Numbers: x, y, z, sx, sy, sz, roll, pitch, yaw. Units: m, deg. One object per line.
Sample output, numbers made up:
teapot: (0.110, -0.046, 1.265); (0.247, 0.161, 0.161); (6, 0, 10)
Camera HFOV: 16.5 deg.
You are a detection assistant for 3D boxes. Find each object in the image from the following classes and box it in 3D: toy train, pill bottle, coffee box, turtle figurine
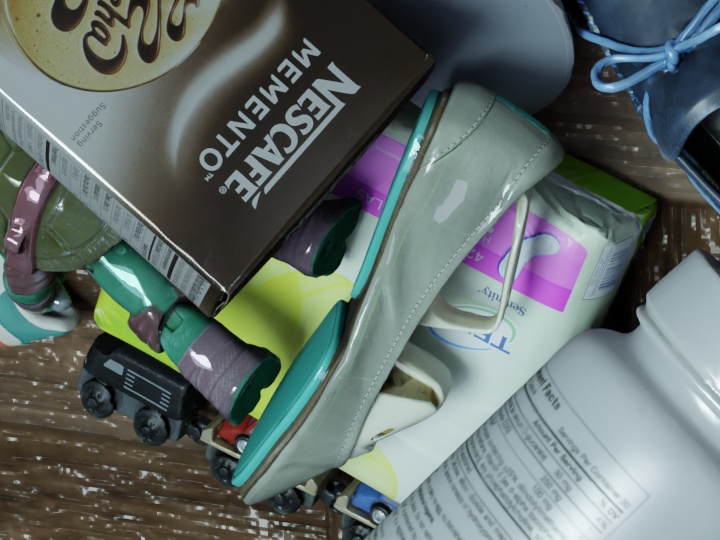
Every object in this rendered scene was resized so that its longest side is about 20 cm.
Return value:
toy train: (-0.034, 0.077, 1.065); (0.199, 0.034, 0.046); (26, 123, 16)
pill bottle: (0.087, 0.094, 0.922); (0.200, 0.113, 0.113); (-44, 86, 9)
coffee box: (-0.086, -0.092, 0.872); (0.200, 0.080, 0.113); (41, 80, 0)
turtle figurine: (-0.107, -0.033, 0.958); (0.200, 0.101, 0.150); (33, 119, 11)

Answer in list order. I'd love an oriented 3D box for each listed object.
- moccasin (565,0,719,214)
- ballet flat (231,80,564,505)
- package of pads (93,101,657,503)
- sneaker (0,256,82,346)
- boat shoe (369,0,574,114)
moccasin: (0.140, -0.068, 0.909); (0.200, 0.068, 0.080); (48, 122, 6)
ballet flat: (0.015, 0.022, 0.930); (0.064, 0.067, 0.200); (26, 118, -4)
package of pads: (0.000, 0.000, 1.003); (0.200, 0.068, 0.155); (28, 117, 15)
sneaker: (-0.162, -0.058, 1.067); (0.093, 0.070, 0.201); (4, 112, 18)
boat shoe: (0.023, -0.127, 0.900); (0.073, 0.066, 0.200); (-17, 145, 14)
